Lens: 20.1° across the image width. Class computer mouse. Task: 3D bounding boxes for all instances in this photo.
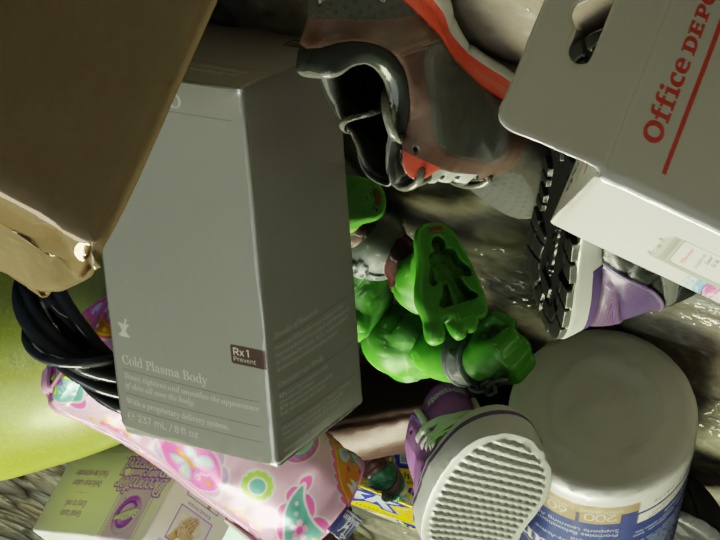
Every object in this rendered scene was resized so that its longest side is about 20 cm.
[{"bbox_3d":[0.162,0.136,1.389,0.140,0.046,0.199,41,159,-28],"label":"computer mouse"}]

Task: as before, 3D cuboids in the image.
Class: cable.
[{"bbox_3d":[-0.115,0.019,1.135,0.051,0.200,0.164,-31,96,37],"label":"cable"}]

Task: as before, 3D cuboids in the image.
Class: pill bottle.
[{"bbox_3d":[0.142,0.130,1.240,0.110,0.111,0.200,18,151,13],"label":"pill bottle"}]

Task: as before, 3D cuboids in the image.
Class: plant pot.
[{"bbox_3d":[-0.161,0.032,1.311,0.199,0.188,0.187,-9,147,27],"label":"plant pot"}]

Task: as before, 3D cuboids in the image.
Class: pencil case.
[{"bbox_3d":[-0.091,0.094,1.201,0.200,0.088,0.087,37,158,-12],"label":"pencil case"}]

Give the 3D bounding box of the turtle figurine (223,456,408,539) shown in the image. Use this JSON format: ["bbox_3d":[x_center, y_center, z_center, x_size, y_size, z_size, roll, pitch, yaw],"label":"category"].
[{"bbox_3d":[-0.035,0.129,1.416,0.149,0.201,0.101,15,127,0],"label":"turtle figurine"}]

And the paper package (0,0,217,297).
[{"bbox_3d":[-0.158,-0.122,0.825,0.190,0.201,0.103,27,161,-13],"label":"paper package"}]

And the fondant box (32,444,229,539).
[{"bbox_3d":[-0.122,0.108,1.382,0.058,0.201,0.144,39,155,-29],"label":"fondant box"}]

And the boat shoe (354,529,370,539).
[{"bbox_3d":[-0.042,0.197,1.450,0.200,0.074,0.063,38,130,31],"label":"boat shoe"}]

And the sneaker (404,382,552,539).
[{"bbox_3d":[0.054,0.101,1.149,0.072,0.115,0.201,-7,150,-9],"label":"sneaker"}]

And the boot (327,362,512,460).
[{"bbox_3d":[0.009,0.088,1.285,0.199,0.073,0.166,-12,180,-38],"label":"boot"}]

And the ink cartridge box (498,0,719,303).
[{"bbox_3d":[0.153,-0.052,0.785,0.199,0.117,0.068,25,161,-3],"label":"ink cartridge box"}]

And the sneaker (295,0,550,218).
[{"bbox_3d":[0.026,-0.067,0.940,0.077,0.082,0.200,6,154,40],"label":"sneaker"}]

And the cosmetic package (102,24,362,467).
[{"bbox_3d":[-0.067,-0.016,1.015,0.106,0.090,0.201,9,118,33],"label":"cosmetic package"}]

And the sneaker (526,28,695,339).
[{"bbox_3d":[0.134,-0.046,0.926,0.087,0.076,0.200,-9,150,-11],"label":"sneaker"}]

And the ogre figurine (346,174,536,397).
[{"bbox_3d":[0.000,0.000,1.122,0.199,0.099,0.120,24,157,-9],"label":"ogre figurine"}]

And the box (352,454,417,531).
[{"bbox_3d":[0.026,0.149,1.532,0.199,0.065,0.070,21,161,5],"label":"box"}]
